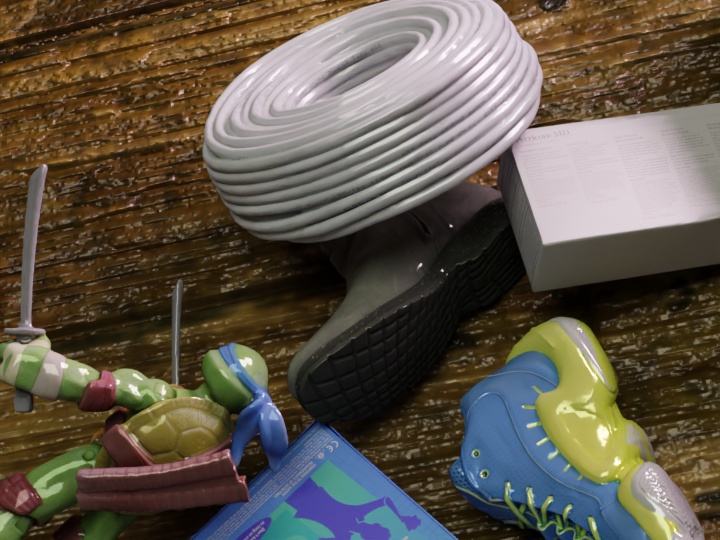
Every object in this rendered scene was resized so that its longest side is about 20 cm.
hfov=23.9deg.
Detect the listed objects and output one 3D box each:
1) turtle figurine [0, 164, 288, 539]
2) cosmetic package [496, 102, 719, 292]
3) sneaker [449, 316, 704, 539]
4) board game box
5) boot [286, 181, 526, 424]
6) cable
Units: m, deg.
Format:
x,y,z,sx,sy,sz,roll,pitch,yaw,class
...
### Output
x,y,z,sx,sy,sz,roll,pitch,yaw,class
-0.149,0.087,0.935,0.200,0.144,0.194,44,89,13,turtle figurine
0.184,-0.046,0.957,0.200,0.051,0.083,-8,57,-8,cosmetic package
0.111,0.122,0.891,0.105,0.076,0.200,-30,47,9,sneaker
-0.006,0.192,0.885,0.152,0.045,0.200,-42,56,-14,board game box
0.000,0.000,0.993,0.131,0.068,0.200,29,54,33,boot
0.006,-0.093,0.978,0.200,0.069,0.200,-15,26,26,cable
